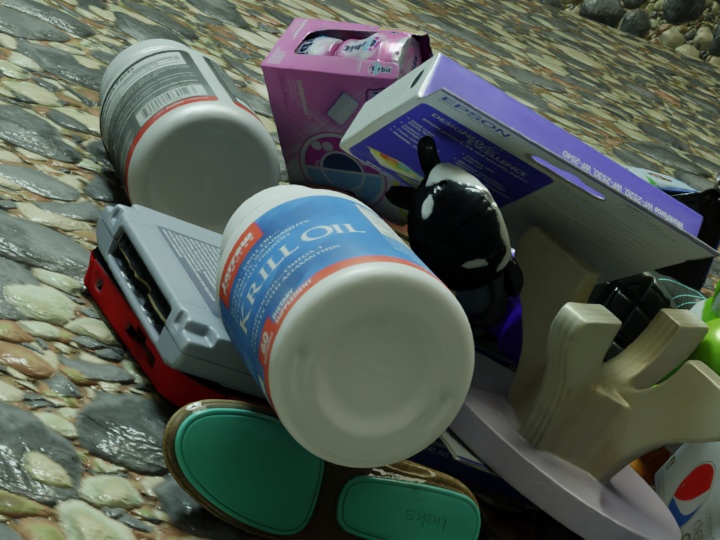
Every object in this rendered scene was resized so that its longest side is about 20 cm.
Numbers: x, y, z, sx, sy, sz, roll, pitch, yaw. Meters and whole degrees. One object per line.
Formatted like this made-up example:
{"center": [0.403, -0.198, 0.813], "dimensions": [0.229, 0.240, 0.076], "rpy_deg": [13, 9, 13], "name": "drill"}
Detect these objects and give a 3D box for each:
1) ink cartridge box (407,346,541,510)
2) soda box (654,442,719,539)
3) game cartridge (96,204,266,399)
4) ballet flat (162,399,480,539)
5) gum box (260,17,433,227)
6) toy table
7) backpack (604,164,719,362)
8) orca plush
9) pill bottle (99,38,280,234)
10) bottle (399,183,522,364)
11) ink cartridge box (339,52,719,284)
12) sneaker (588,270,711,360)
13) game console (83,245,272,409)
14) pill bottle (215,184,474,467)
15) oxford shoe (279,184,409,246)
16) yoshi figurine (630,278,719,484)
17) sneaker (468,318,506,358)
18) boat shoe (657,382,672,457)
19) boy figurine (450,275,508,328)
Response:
{"center": [0.091, 0.110, 1.309], "dimensions": [0.196, 0.047, 0.200], "rpy_deg": [24, 20, -30], "name": "ink cartridge box"}
{"center": [0.224, 0.170, 1.217], "dimensions": [0.063, 0.068, 0.200], "rpy_deg": [33, 25, -11], "name": "soda box"}
{"center": [-0.083, 0.025, 1.272], "dimensions": [0.132, 0.041, 0.200], "rpy_deg": [16, 18, -28], "name": "game cartridge"}
{"center": [-0.027, 0.117, 1.124], "dimensions": [0.198, 0.068, 0.072], "rpy_deg": [16, -2, -24], "name": "ballet flat"}
{"center": [0.004, -0.097, 1.543], "dimensions": [0.113, 0.201, 0.066], "rpy_deg": [8, 44, 25], "name": "gum box"}
{"center": [0.136, 0.071, 1.222], "dimensions": [0.200, 0.118, 0.184], "rpy_deg": [38, 17, 16], "name": "toy table"}
{"center": [0.167, -0.006, 1.570], "dimensions": [0.189, 0.202, 0.154], "rpy_deg": [13, 6, -40], "name": "backpack"}
{"center": [0.035, -0.022, 1.205], "dimensions": [0.106, 0.071, 0.200], "rpy_deg": [60, -4, -18], "name": "orca plush"}
{"center": [-0.138, -0.103, 1.555], "dimensions": [0.115, 0.117, 0.200], "rpy_deg": [17, 17, -23], "name": "pill bottle"}
{"center": [0.101, -0.001, 1.389], "dimensions": [0.083, 0.065, 0.201], "rpy_deg": [-18, 62, -22], "name": "bottle"}
{"center": [0.105, -0.059, 1.239], "dimensions": [0.197, 0.044, 0.200], "rpy_deg": [30, -13, -13], "name": "ink cartridge box"}
{"center": [0.236, 0.050, 1.472], "dimensions": [0.200, 0.076, 0.079], "rpy_deg": [39, 29, 11], "name": "sneaker"}
{"center": [-0.078, 0.049, 1.311], "dimensions": [0.176, 0.031, 0.200], "rpy_deg": [14, 20, -33], "name": "game console"}
{"center": [-0.019, 0.020, 1.116], "dimensions": [0.111, 0.113, 0.200], "rpy_deg": [18, 12, -22], "name": "pill bottle"}
{"center": [-0.014, -0.010, 1.527], "dimensions": [0.198, 0.071, 0.075], "rpy_deg": [15, 46, 24], "name": "oxford shoe"}
{"center": [0.226, 0.088, 1.347], "dimensions": [0.111, 0.201, 0.112], "rpy_deg": [-4, 43, -21], "name": "yoshi figurine"}
{"center": [0.062, 0.048, 1.440], "dimensions": [0.198, 0.084, 0.071], "rpy_deg": [8, -10, -6], "name": "sneaker"}
{"center": [0.269, 0.141, 1.477], "dimensions": [0.199, 0.071, 0.069], "rpy_deg": [34, 39, 18], "name": "boat shoe"}
{"center": [0.000, 0.000, 1.290], "dimensions": [0.199, 0.065, 0.124], "rpy_deg": [7, 11, -40], "name": "boy figurine"}
